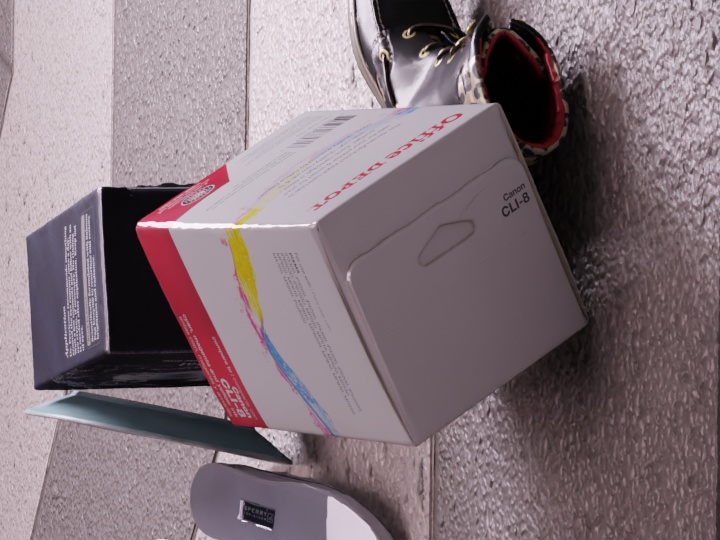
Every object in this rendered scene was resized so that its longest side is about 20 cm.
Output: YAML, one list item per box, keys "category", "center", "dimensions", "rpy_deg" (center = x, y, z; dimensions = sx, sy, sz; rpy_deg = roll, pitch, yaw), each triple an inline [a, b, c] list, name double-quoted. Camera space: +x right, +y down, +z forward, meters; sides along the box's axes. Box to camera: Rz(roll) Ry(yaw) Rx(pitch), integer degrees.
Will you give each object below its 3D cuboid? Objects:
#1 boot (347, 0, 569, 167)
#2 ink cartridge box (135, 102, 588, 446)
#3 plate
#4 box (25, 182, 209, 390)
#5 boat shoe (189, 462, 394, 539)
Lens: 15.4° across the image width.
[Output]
- category: "boot"
  center: [0.060, -0.128, 1.572]
  dimensions: [0.154, 0.073, 0.205]
  rpy_deg: [132, 127, -63]
- category: "ink cartridge box"
  center: [0.000, 0.000, 1.520]
  dimensions: [0.200, 0.145, 0.145]
  rpy_deg: [2, 121, 57]
- category: "plate"
  center: [-0.144, 0.112, 1.928]
  dimensions: [0.200, 0.199, 0.026]
  rpy_deg: [-179, 101, -69]
- category: "box"
  center: [-0.113, 0.014, 1.846]
  dimensions: [0.200, 0.196, 0.118]
  rpy_deg: [157, 111, -67]
- category: "boat shoe"
  center: [-0.032, 0.172, 1.814]
  dimensions: [0.200, 0.065, 0.074]
  rpy_deg: [24, 105, 45]
